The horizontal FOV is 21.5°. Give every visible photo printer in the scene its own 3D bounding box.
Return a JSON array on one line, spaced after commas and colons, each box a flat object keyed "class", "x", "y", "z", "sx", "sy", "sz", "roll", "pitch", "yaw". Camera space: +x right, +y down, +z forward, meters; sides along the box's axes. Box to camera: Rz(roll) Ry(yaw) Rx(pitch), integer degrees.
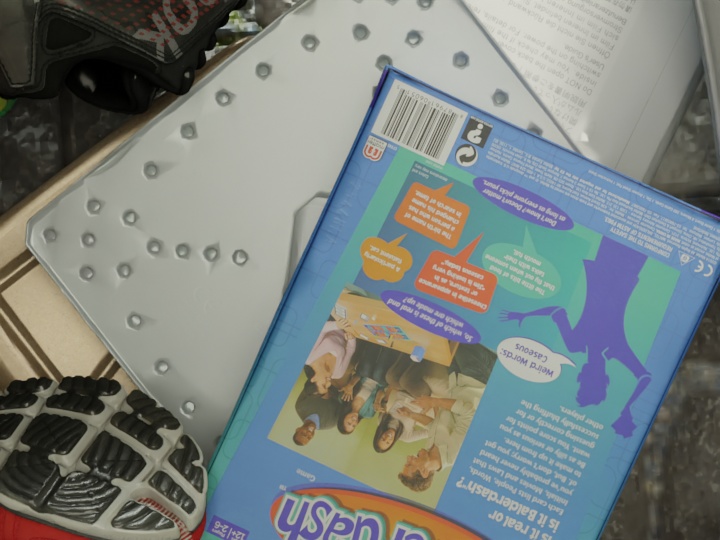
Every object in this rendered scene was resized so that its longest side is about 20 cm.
[{"class": "photo printer", "x": 0.076, "y": -0.121, "z": 0.825, "sx": 0.166, "sy": 0.069, "sz": 0.200, "roll": 26, "pitch": 83, "yaw": -4}]

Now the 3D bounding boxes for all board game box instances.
[{"class": "board game box", "x": 0.037, "y": 0.042, "z": 0.739, "sx": 0.152, "sy": 0.045, "sz": 0.200, "roll": 25, "pitch": 93, "yaw": 0}, {"class": "board game box", "x": 0.000, "y": 0.000, "z": 0.774, "sx": 0.200, "sy": 0.026, "sz": 0.200, "roll": -38, "pitch": 92, "yaw": 3}]

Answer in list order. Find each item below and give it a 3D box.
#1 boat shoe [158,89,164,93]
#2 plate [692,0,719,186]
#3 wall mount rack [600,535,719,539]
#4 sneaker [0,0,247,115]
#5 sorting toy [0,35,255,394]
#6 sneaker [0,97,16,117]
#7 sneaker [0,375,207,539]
[{"class": "boat shoe", "x": -0.143, "y": -0.159, "z": 0.806, "sx": 0.072, "sy": 0.065, "sz": 0.200, "roll": -38, "pitch": 90, "yaw": -8}, {"class": "plate", "x": 0.218, "y": -0.107, "z": 0.820, "sx": 0.199, "sy": 0.032, "sz": 0.201, "roll": -19, "pitch": 106, "yaw": -26}, {"class": "wall mount rack", "x": 0.092, "y": 0.177, "z": 0.800, "sx": 0.199, "sy": 0.075, "sz": 0.174, "roll": 12, "pitch": 88, "yaw": -4}, {"class": "sneaker", "x": -0.081, "y": -0.117, "z": 0.761, "sx": 0.200, "sy": 0.071, "sz": 0.098, "roll": -22, "pitch": 113, "yaw": -45}, {"class": "sorting toy", "x": -0.065, "y": 0.025, "z": 0.818, "sx": 0.200, "sy": 0.036, "sz": 0.185, "roll": -38, "pitch": 90, "yaw": -12}, {"class": "sneaker", "x": -0.213, "y": -0.132, "z": 0.794, "sx": 0.074, "sy": 0.084, "sz": 0.200, "roll": -37, "pitch": 71, "yaw": -5}, {"class": "sneaker", "x": -0.139, "y": 0.091, "z": 0.753, "sx": 0.200, "sy": 0.077, "sz": 0.085, "roll": 6, "pitch": 123, "yaw": 30}]
